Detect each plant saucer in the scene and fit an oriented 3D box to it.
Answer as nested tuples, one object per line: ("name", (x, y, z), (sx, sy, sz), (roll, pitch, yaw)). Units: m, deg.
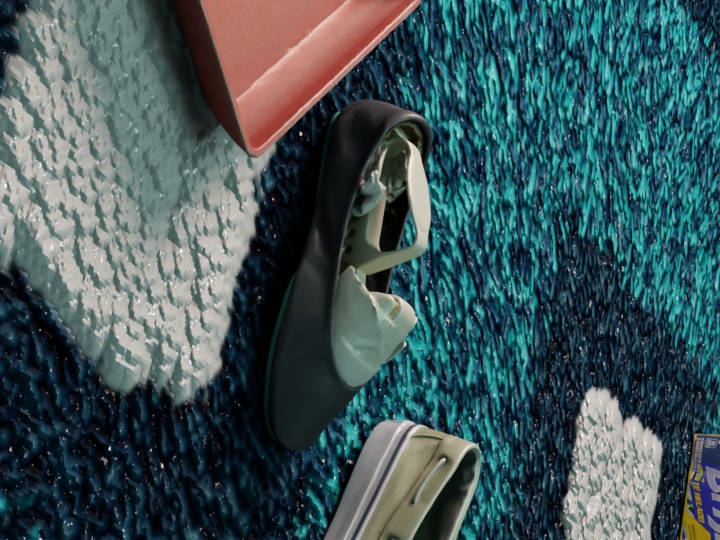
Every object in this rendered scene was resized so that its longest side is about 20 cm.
("plant saucer", (-0.046, -0.188, 0.798), (0.200, 0.037, 0.200), (-49, 132, -46))

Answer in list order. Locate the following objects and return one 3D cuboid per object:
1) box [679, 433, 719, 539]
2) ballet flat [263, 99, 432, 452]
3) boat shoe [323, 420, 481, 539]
("box", (0.322, 0.250, 1.413), (0.070, 0.064, 0.201), (35, 61, -55))
("ballet flat", (0.000, 0.000, 0.854), (0.073, 0.073, 0.201), (37, 60, -54))
("boat shoe", (0.012, 0.173, 0.887), (0.072, 0.062, 0.200), (51, 51, -48))
